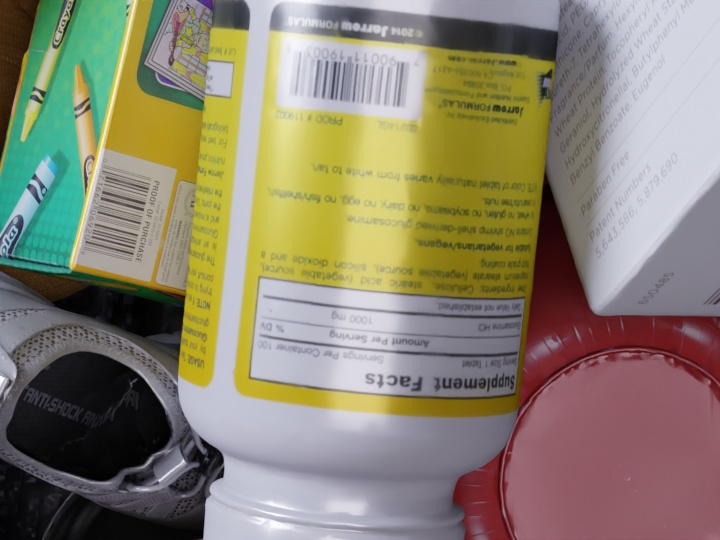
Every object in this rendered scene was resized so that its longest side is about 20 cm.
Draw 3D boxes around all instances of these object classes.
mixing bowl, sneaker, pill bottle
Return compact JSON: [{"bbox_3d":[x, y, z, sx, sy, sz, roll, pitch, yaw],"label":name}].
[{"bbox_3d":[0.087,0.069,0.912,0.200,0.108,0.201,-1,97,-8],"label":"mixing bowl"},{"bbox_3d":[-0.076,0.060,0.842,0.200,0.082,0.075,19,100,-41],"label":"sneaker"},{"bbox_3d":[0.000,0.000,0.785,0.112,0.112,0.201,5,95,-9],"label":"pill bottle"}]

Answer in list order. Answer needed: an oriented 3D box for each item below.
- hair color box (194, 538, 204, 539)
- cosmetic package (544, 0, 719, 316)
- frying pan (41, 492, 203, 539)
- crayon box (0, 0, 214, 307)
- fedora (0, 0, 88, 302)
[{"bbox_3d":[-0.056,0.149,0.816,0.200,0.111,0.064,-8,127,-10],"label":"hair color box"},{"bbox_3d":[0.152,-0.108,0.800,0.165,0.165,0.200,1,56,-27],"label":"cosmetic package"},{"bbox_3d":[-0.039,0.139,0.938,0.190,0.031,0.115,34,91,-17],"label":"frying pan"},{"bbox_3d":[-0.048,-0.087,0.843,0.119,0.058,0.200,15,86,-42],"label":"crayon box"},{"bbox_3d":[-0.143,-0.086,0.856,0.200,0.082,0.201,-7,101,-41],"label":"fedora"}]
